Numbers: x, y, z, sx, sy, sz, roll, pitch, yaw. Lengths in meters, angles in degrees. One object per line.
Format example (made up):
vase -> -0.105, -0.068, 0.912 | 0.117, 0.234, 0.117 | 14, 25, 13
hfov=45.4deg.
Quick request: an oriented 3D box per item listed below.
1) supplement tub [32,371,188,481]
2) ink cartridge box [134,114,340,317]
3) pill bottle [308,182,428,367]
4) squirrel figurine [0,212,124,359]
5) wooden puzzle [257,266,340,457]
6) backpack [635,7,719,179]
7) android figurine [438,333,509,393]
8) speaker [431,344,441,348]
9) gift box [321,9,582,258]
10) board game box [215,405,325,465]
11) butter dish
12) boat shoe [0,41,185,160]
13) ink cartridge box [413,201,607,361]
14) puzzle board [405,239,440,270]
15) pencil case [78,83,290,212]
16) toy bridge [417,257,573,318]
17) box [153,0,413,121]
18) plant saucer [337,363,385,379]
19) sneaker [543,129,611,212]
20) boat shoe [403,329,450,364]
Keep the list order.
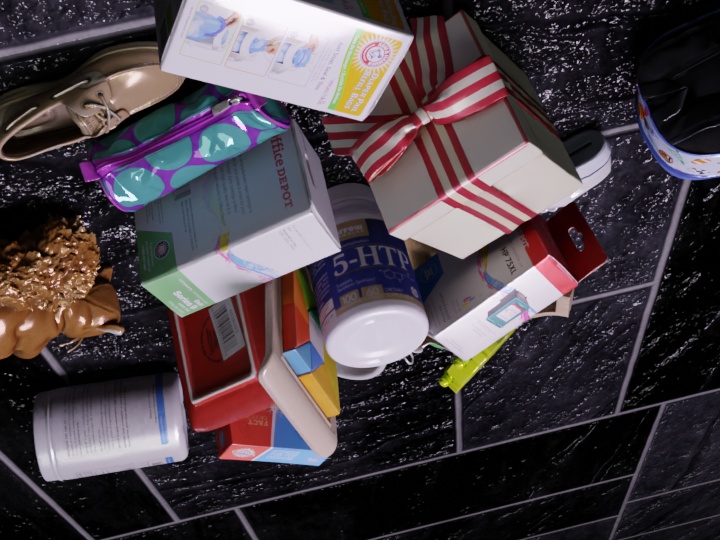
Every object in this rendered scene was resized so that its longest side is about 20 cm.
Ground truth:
supplement tub -> -0.354, 0.223, 1.237 | 0.199, 0.132, 0.132 | -6, 143, -10
ink cartridge box -> -0.135, -0.059, 0.929 | 0.199, 0.146, 0.088 | -24, 144, 11
pill bottle -> 0.000, 0.000, 1.007 | 0.119, 0.200, 0.120 | -10, 144, -7
squirrel figurine -> -0.359, 0.031, 0.984 | 0.186, 0.142, 0.200 | 4, 143, -33
wooden puzzle -> -0.061, 0.082, 0.972 | 0.037, 0.200, 0.185 | -13, 136, 14
backpack -> 0.395, -0.190, 0.926 | 0.190, 0.201, 0.154 | -15, 157, 5
android figurine -> 0.183, 0.107, 1.262 | 0.200, 0.041, 0.182 | -35, 163, -43
speaker -> 0.144, 0.022, 1.182 | 0.088, 0.089, 0.200 | 2, 140, -22
gift box -> 0.087, -0.139, 0.880 | 0.184, 0.200, 0.187 | -37, 154, 22
board game box -> -0.129, 0.164, 1.179 | 0.153, 0.200, 0.040 | 12, 137, -33
butter dish -> -0.130, 0.083, 1.079 | 0.199, 0.201, 0.148 | -27, 161, 39
boat shoe -> -0.257, -0.156, 0.826 | 0.199, 0.065, 0.071 | -20, 143, 7
ink cartridge box -> 0.164, -0.003, 0.975 | 0.200, 0.116, 0.067 | -38, 128, 19
puzzle board -> 0.116, -0.040, 1.069 | 0.150, 0.017, 0.200 | 13, 133, 16
pencil case -> -0.174, -0.135, 0.862 | 0.200, 0.085, 0.092 | -26, 177, 14
toy bridge -> 0.163, 0.031, 1.078 | 0.199, 0.027, 0.067 | 10, 134, 18
box -> -0.070, -0.224, 0.761 | 0.199, 0.113, 0.101 | 10, 136, -28
plant saucer -> -0.043, 0.062, 1.151 | 0.200, 0.050, 0.200 | 22, 144, 17
sneaker -> 0.221, -0.096, 1.066 | 0.200, 0.073, 0.071 | -25, 140, 14
boat shoe -> 0.071, 0.081, 1.150 | 0.075, 0.086, 0.202 | 33, 167, -40
